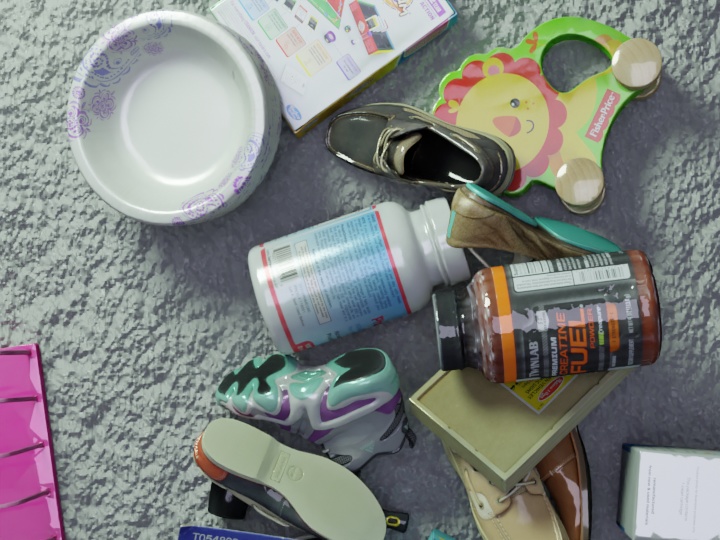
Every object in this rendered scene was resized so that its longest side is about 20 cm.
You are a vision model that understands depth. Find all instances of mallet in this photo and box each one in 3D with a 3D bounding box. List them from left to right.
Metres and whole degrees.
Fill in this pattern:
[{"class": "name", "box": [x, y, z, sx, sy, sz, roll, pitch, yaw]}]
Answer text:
[{"class": "mallet", "box": [-0.054, 0.235, 1.415, 0.198, 0.041, 0.067, 20, 87, 1]}]

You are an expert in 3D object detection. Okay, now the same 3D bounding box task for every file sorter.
[{"class": "file sorter", "box": [-0.380, 0.181, 1.392, 0.137, 0.125, 0.203, -9, 87, 4]}]

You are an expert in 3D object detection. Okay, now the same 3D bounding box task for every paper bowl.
[{"class": "paper bowl", "box": [-0.173, -0.145, 1.396, 0.198, 0.104, 0.204, 0, 92, 11]}]

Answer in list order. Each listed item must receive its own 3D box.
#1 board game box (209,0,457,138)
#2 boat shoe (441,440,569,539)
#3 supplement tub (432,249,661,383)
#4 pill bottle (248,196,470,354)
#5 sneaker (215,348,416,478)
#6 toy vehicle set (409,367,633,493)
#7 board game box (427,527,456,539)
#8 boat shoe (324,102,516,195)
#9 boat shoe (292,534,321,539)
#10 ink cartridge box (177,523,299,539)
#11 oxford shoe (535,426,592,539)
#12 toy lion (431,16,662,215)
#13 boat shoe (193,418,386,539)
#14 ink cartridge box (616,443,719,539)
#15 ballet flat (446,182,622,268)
[{"class": "board game box", "box": [-0.026, -0.252, 1.431, 0.199, 0.040, 0.154, -35, 86, 2]}, {"class": "boat shoe", "box": [0.130, 0.198, 1.343, 0.071, 0.065, 0.201, -25, 55, -14]}, {"class": "supplement tub", "box": [0.166, 0.045, 1.307, 0.197, 0.107, 0.108, -8, 87, 3]}, {"class": "pill bottle", "box": [0.000, 0.000, 1.384, 0.198, 0.109, 0.110, -18, 86, 3]}, {"class": "sneaker", "box": [-0.040, 0.153, 1.399, 0.198, 0.078, 0.141, -4, 122, 32]}, {"class": "toy vehicle set", "box": [0.158, 0.099, 1.352, 0.200, 0.027, 0.124, -40, 60, -19]}, {"class": "board game box", "box": [0.052, 0.325, 1.319, 0.047, 0.200, 0.152, 27, 89, 5]}, {"class": "boat shoe", "box": [0.049, -0.119, 1.379, 0.198, 0.073, 0.076, 12, 97, 26]}, {"class": "boat shoe", "box": [-0.098, 0.313, 1.399, 0.198, 0.060, 0.075, -20, 87, 3]}, {"class": "ink cartridge box", "box": [-0.090, 0.342, 1.350, 0.197, 0.041, 0.202, 9, 114, -7]}, {"class": "oxford shoe", "box": [0.184, 0.181, 1.386, 0.070, 0.071, 0.203, -9, 76, 7]}, {"class": "toy lion", "box": [0.171, -0.157, 1.407, 0.190, 0.069, 0.202, 27, 90, 12]}, {"class": "boat shoe", "box": [-0.068, 0.208, 1.370, 0.198, 0.063, 0.072, 29, 55, -4]}, {"class": "ink cartridge box", "box": [0.344, 0.210, 1.332, 0.197, 0.145, 0.086, 5, 86, 4]}, {"class": "ballet flat", "box": [0.158, -0.019, 1.356, 0.198, 0.068, 0.073, 18, 107, -34]}]
